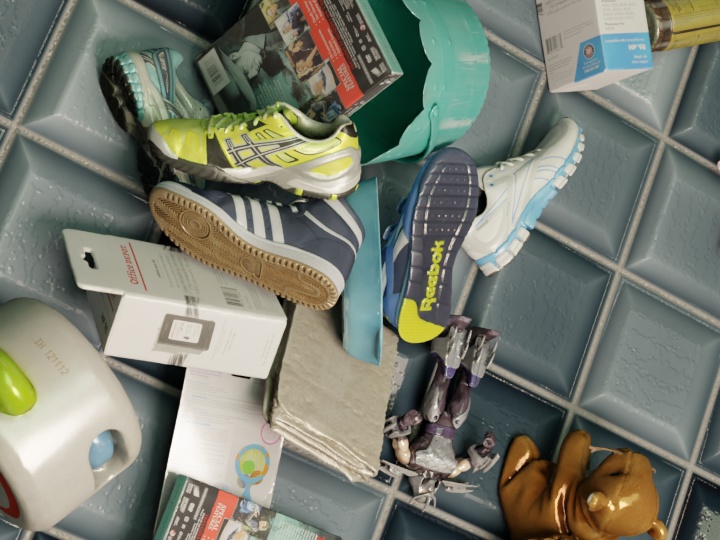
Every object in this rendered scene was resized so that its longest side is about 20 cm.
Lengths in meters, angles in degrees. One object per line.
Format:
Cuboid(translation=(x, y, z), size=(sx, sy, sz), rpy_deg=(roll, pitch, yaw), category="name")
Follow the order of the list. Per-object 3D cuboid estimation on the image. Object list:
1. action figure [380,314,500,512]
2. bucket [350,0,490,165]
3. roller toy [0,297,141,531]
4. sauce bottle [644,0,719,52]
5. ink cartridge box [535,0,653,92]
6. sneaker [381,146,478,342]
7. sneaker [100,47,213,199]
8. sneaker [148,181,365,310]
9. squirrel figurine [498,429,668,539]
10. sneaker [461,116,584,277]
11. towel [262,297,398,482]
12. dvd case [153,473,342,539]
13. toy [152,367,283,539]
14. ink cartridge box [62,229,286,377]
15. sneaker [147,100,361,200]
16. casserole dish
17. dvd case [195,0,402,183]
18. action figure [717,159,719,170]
Cuboid(translation=(0.085, 0.148, 1.711), size=(0.130, 0.069, 0.200), rpy_deg=(20, 80, -32), category="action figure")
Cuboid(translation=(0.018, -0.198, 1.640), size=(0.135, 0.207, 0.207), rpy_deg=(-6, 86, -52), category="bucket")
Cuboid(translation=(-0.288, 0.122, 1.475), size=(0.140, 0.200, 0.183), rpy_deg=(-38, 111, -25), category="roller toy")
Cuboid(translation=(0.400, -0.291, 1.915), size=(0.200, 0.065, 0.065), rpy_deg=(-12, 89, -27), category="sauce bottle")
Cuboid(translation=(0.246, -0.303, 1.814), size=(0.067, 0.116, 0.200), rpy_deg=(-6, 87, -26), category="ink cartridge box")
Cuboid(translation=(0.059, -0.032, 1.678), size=(0.074, 0.082, 0.200), rpy_deg=(7, 107, -29), category="sneaker")
Cuboid(translation=(-0.172, -0.125, 1.619), size=(0.086, 0.078, 0.200), rpy_deg=(-23, 94, -29), category="sneaker")
Cuboid(translation=(-0.091, -0.048, 1.567), size=(0.200, 0.070, 0.109), rpy_deg=(27, 51, 5), category="sneaker")
Cuboid(translation=(0.226, 0.262, 1.696), size=(0.141, 0.187, 0.200), rpy_deg=(33, 71, -19), category="squirrel figurine")
Cuboid(translation=(0.163, -0.095, 1.777), size=(0.087, 0.075, 0.200), rpy_deg=(39, 69, -10), category="sneaker")
Cuboid(translation=(-0.028, 0.105, 1.637), size=(0.133, 0.034, 0.200), rpy_deg=(35, 40, -21), category="towel")
Cuboid(translation=(-0.117, 0.291, 1.588), size=(0.200, 0.022, 0.146), rpy_deg=(27, 78, -35), category="dvd case")
Cuboid(translation=(-0.139, 0.188, 1.610), size=(0.115, 0.047, 0.200), rpy_deg=(13, 82, -30), category="toy")
Cuboid(translation=(-0.183, 0.030, 1.558), size=(0.200, 0.116, 0.067), rpy_deg=(11, 115, -23), category="ink cartridge box")
Cuboid(translation=(-0.096, -0.123, 1.548), size=(0.200, 0.075, 0.076), rpy_deg=(8, 120, -4), category="sneaker")
Cuboid(translation=(0.000, 0.000, 1.645), size=(0.039, 0.121, 0.200), rpy_deg=(0, 52, -2), category="casserole dish")
Cuboid(translation=(-0.063, -0.195, 1.594), size=(0.022, 0.200, 0.146), rpy_deg=(-5, 65, -54), category="dvd case")
Cuboid(translation=(0.493, -0.071, 1.932), size=(0.200, 0.134, 0.149), rpy_deg=(-35, 142, -12), category="action figure")
